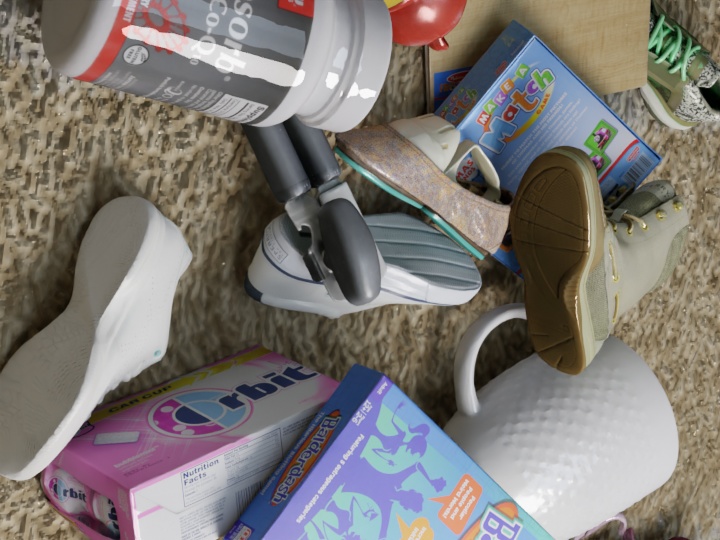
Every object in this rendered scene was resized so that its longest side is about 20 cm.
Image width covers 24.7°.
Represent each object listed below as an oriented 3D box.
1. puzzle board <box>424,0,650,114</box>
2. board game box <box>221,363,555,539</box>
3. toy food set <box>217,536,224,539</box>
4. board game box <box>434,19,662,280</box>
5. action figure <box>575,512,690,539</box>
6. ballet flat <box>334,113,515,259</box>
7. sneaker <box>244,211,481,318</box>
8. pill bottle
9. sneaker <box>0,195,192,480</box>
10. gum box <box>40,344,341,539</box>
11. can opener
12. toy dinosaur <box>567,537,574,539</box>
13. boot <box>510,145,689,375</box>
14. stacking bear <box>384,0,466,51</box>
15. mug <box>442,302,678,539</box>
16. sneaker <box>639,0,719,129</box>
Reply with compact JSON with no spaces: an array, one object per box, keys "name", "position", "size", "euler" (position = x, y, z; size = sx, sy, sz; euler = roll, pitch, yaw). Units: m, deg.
[{"name":"puzzle board","position":[0.138,-0.198,1.277],"size":[0.199,0.017,0.152],"euler":[-14,120,-21]},{"name":"board game box","position":[0.024,0.186,1.129],"size":[0.200,0.045,0.152],"euler":[44,75,-27]},{"name":"toy food set","position":[-0.108,0.280,1.160],"size":[0.049,0.197,0.201],"euler":[-52,161,-76]},{"name":"board game box","position":[0.134,-0.084,1.303],"size":[0.151,0.037,0.200],"euler":[-49,134,7]},{"name":"action figure","position":[0.275,0.294,1.571],"size":[0.199,0.134,0.150],"euler":[-14,71,-51]},{"name":"ballet flat","position":[0.053,-0.074,1.194],"size":[0.067,0.068,0.200],"euler":[-52,143,5]},{"name":"sneaker","position":[0.000,0.000,1.222],"size":[0.199,0.073,0.071],"euler":[10,137,-37]},{"name":"pill bottle","position":[-0.088,-0.156,1.028],"size":[0.199,0.116,0.117],"euler":[12,97,-30]},{"name":"sneaker","position":[-0.169,0.056,1.091],"size":[0.201,0.075,0.088],"euler":[-61,145,-10]},{"name":"gum box","position":[-0.112,0.126,1.130],"size":[0.199,0.113,0.067],"euler":[-21,118,-36]},{"name":"can opener","position":[-0.034,-0.072,1.122],"size":[0.052,0.066,0.201],"euler":[-28,91,-33]},{"name":"toy dinosaur","position":[0.132,0.291,1.425],"size":[0.102,0.077,0.201],"euler":[7,115,-46]},{"name":"boot","position":[0.191,-0.037,1.278],"size":[0.154,0.072,0.201],"euler":[-38,136,-33]},{"name":"stacking bear","position":[0.010,-0.226,1.126],"size":[0.114,0.122,0.200],"euler":[-38,141,8]},{"name":"mug","position":[0.140,0.125,1.345],"size":[0.175,0.147,0.201],"euler":[-24,102,-30]},{"name":"sneaker","position":[0.261,-0.183,1.374],"size":[0.200,0.088,0.077],"euler":[34,80,-41]}]
